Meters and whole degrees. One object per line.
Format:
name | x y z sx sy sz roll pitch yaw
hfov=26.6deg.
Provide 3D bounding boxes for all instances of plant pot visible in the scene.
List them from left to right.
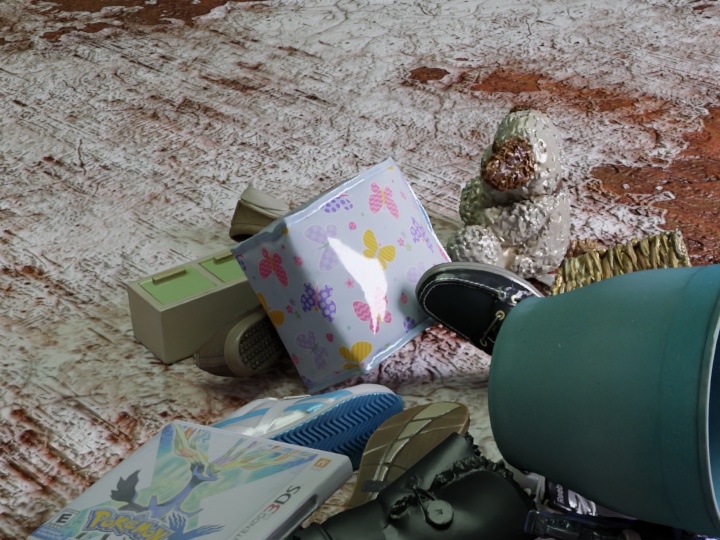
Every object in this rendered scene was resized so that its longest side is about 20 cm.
plant pot | 0.204 0.092 1.128 0.186 0.202 0.200 2 26 34

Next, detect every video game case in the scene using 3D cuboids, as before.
video game case | -0.135 0.186 1.197 0.199 0.022 0.182 6 31 38

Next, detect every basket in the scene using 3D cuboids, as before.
basket | 0.245 0.094 1.320 0.141 0.149 0.201 -17 48 10

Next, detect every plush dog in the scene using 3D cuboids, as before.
plush dog | 0.178 -0.087 1.640 0.159 0.173 0.200 3 28 10

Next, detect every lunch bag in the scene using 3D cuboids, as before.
lunch bag | 0.000 0.000 1.485 0.199 0.171 0.127 -34 6 -38

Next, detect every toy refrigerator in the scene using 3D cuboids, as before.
toy refrigerator | -0.136 0.021 1.584 0.199 0.071 0.076 -21 33 -28

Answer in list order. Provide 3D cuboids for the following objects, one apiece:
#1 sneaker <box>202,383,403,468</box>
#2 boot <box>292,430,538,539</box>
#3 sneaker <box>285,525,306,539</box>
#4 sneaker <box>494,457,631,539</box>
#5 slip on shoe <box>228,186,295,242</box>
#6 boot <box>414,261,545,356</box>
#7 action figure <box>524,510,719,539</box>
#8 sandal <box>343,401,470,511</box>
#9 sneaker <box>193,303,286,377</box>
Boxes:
sneaker | -0.055 0.140 1.349 0.198 0.077 0.081 -15 29 -24
boot | 0.067 0.223 1.107 0.167 0.077 0.200 -28 53 -16
sneaker | -0.085 0.216 1.216 0.198 0.075 0.088 1 24 10
sneaker | 0.141 0.191 1.220 0.198 0.089 0.074 -7 27 -10
slip on shoe | -0.066 -0.032 1.692 0.199 0.076 0.061 25 78 29
boot | 0.145 0.077 1.391 0.202 0.074 0.154 24 29 -11
action figure | 0.202 0.241 1.111 0.198 0.106 0.194 13 16 -24
sandal | 0.035 0.188 1.282 0.080 0.054 0.201 3 43 27
sneaker | -0.088 0.050 1.526 0.075 0.071 0.199 -6 12 38
